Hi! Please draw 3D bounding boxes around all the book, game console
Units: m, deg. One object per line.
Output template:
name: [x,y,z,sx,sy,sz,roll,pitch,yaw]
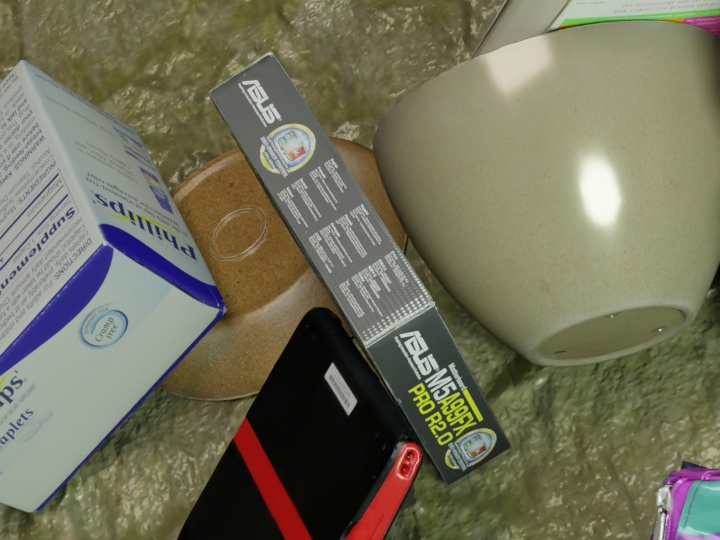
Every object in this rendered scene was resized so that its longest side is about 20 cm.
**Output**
book: [0.138,-0.119,1.327,0.132,0.200,0.048,-1,68,-18]
game console: [-0.035,0.128,1.288,0.178,0.031,0.200,-59,23,10]

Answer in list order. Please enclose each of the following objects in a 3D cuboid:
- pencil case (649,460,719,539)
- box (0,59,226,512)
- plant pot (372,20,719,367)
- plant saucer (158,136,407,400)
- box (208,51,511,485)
pencil case: [0.143,0.188,1.124,0.201,0.092,0.085,-67,18,-7]
box: [-0.202,0.010,1.493,0.184,0.105,0.200,-46,41,14]
plant pot: [0.116,-0.027,1.310,0.199,0.200,0.135,-19,70,18]
plant saucer: [-0.067,-0.014,1.507,0.199,0.036,0.201,-17,46,19]
box: [0.000,0.000,1.337,0.044,0.161,0.200,-31,53,-2]
